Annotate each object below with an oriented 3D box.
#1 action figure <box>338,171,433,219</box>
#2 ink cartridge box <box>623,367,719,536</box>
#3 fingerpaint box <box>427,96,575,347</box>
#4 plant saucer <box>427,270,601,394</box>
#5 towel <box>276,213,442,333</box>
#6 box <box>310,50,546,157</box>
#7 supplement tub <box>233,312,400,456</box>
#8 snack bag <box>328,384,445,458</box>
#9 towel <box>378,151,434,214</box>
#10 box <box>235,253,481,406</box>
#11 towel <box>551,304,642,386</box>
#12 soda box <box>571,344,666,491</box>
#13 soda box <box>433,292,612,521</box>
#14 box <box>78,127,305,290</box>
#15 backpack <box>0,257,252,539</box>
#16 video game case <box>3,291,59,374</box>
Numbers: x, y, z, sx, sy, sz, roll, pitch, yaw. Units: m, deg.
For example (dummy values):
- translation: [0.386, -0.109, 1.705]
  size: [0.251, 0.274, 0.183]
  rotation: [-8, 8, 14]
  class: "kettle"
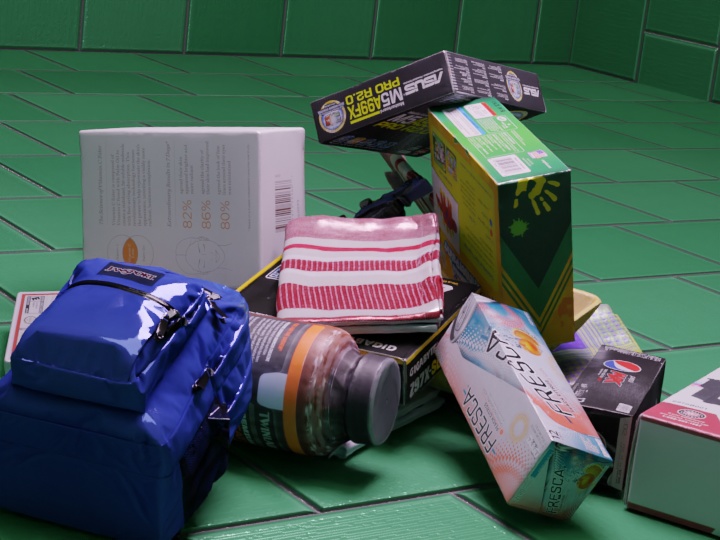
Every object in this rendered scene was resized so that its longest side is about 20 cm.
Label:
- translation: [0.014, -0.024, 1.722]
  size: [0.199, 0.105, 0.194]
  rotation: [-30, 20, 24]
  class: "action figure"
- translation: [0.323, 0.150, 1.391]
  size: [0.145, 0.083, 0.200]
  rotation: [14, 16, 29]
  class: "ink cartridge box"
- translation: [0.128, -0.045, 1.547]
  size: [0.073, 0.168, 0.200]
  rotation: [-11, 26, -12]
  class: "fingerpaint box"
- translation: [0.093, 0.056, 1.587]
  size: [0.199, 0.049, 0.200]
  rotation: [18, 31, 34]
  class: "plant saucer"
- translation: [0.000, 0.000, 1.500]
  size: [0.143, 0.023, 0.200]
  rotation: [-2, 26, 2]
  class: "towel"
- translation: [0.070, -0.162, 1.688]
  size: [0.160, 0.045, 0.200]
  rotation: [-17, -9, 30]
  class: "box"
- translation: [-0.071, 0.090, 1.371]
  size: [0.199, 0.108, 0.107]
  rotation: [8, 14, 21]
  class: "supplement tub"
- translation: [-0.048, 0.110, 1.502]
  size: [0.188, 0.022, 0.200]
  rotation: [14, 16, 26]
  class: "snack bag"
- translation: [0.095, -0.051, 1.790]
  size: [0.144, 0.023, 0.200]
  rotation: [52, -2, -40]
  class: "towel"
- translation: [-0.013, 0.045, 1.505]
  size: [0.199, 0.050, 0.160]
  rotation: [12, 27, 26]
  class: "box"
- translation: [0.171, 0.078, 1.621]
  size: [0.199, 0.023, 0.144]
  rotation: [-6, 27, -8]
  class: "towel"
- translation: [0.216, 0.125, 1.464]
  size: [0.063, 0.071, 0.200]
  rotation: [10, 14, 17]
  class: "soda box"
- translation: [0.126, 0.106, 1.360]
  size: [0.063, 0.069, 0.200]
  rotation: [20, 26, -29]
  class: "soda box"
- translation: [-0.162, -0.063, 1.653]
  size: [0.199, 0.153, 0.106]
  rotation: [3, 7, 23]
  class: "box"
- translation: [-0.160, 0.076, 1.231]
  size: [0.162, 0.169, 0.200]
  rotation: [16, 33, 13]
  class: "backpack"
- translation: [-0.220, 0.055, 1.559]
  size: [0.199, 0.018, 0.143]
  rotation: [-1, 25, -5]
  class: "video game case"
